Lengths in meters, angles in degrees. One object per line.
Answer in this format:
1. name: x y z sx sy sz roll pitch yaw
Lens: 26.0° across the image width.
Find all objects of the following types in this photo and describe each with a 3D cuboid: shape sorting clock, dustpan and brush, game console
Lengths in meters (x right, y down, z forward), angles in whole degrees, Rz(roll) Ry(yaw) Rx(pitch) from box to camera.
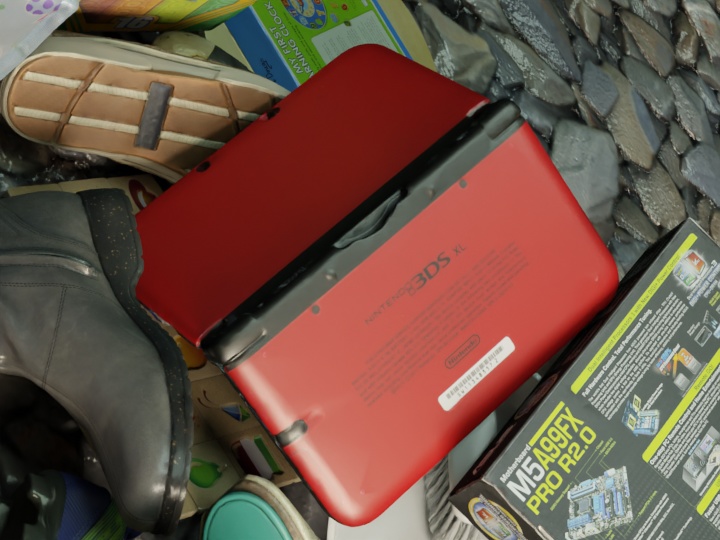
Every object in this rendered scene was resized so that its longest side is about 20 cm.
1. shape sorting clock: -0.024 -0.135 1.019 0.199 0.039 0.201 25 51 -35
2. dustpan and brush: 0.056 0.067 0.801 0.138 0.057 0.201 6 59 -7
3. game console: 0.000 0.000 0.796 0.200 0.119 0.173 -40 105 -18

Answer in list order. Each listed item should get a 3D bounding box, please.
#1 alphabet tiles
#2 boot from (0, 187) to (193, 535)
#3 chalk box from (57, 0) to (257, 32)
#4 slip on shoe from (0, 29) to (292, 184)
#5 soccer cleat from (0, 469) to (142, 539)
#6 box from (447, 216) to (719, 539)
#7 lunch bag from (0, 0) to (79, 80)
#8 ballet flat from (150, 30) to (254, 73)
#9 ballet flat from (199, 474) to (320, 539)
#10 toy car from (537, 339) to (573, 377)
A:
1. alphabet tiles: -0.097 0.030 0.797 0.167 0.008 0.201 -10 58 -48
2. boot: -0.155 0.038 0.690 0.131 0.070 0.201 1 41 -28
3. chalk box: -0.095 -0.210 0.817 0.124 0.200 0.125 -4 84 -31
4. slip on shoe: -0.105 -0.085 0.852 0.199 0.077 0.061 10 22 -28
5. soccer cleat: -0.125 0.178 0.651 0.083 0.065 0.201 31 43 -34
6. box: 0.163 0.095 0.783 0.160 0.044 0.200 43 60 0
7. lunch bag: -0.241 -0.203 0.748 0.169 0.127 0.201 16 47 -46
8. ballet flat: -0.047 -0.066 0.918 0.200 0.057 0.067 46 65 -15
9. ballet flat: -0.027 0.186 0.746 0.062 0.067 0.202 -34 111 -64
10. toy car: 0.106 0.054 0.892 0.200 0.184 0.178 43 38 -28
